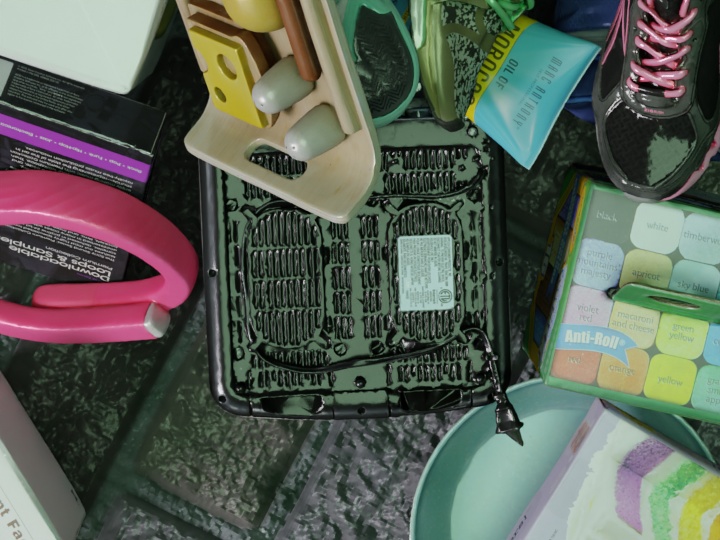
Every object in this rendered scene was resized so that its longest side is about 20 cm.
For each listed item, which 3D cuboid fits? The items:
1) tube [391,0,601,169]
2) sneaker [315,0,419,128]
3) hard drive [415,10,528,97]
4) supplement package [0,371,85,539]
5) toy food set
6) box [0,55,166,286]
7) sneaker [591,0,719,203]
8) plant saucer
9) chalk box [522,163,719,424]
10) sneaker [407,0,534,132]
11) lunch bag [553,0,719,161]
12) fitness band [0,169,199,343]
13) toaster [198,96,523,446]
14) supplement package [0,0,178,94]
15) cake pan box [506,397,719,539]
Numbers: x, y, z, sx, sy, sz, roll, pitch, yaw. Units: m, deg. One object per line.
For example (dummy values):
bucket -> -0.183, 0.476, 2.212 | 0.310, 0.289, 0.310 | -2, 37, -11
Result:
tube -> 0.054, -0.132, 1.577 | 0.050, 0.200, 0.078 | 18, 104, -47
sneaker -> -0.043, -0.167, 1.522 | 0.078, 0.140, 0.200 | -23, 95, -12
hard drive -> 0.017, -0.079, 1.689 | 0.139, 0.033, 0.201 | 10, 97, -2
supplement package -> -0.283, 0.162, 1.674 | 0.200, 0.117, 0.117 | -31, 96, 3
toy food set -> -0.074, -0.126, 1.437 | 0.060, 0.143, 0.200 | -37, 129, -25
box -> -0.195, -0.057, 1.617 | 0.143, 0.200, 0.036 | 19, 62, -3
sneaker -> 0.163, -0.135, 1.459 | 0.079, 0.095, 0.201 | 13, 93, 16
plant saucer -> 0.130, 0.161, 1.717 | 0.199, 0.036, 0.201 | 0, 97, -1
chalk box -> 0.174, 0.016, 1.616 | 0.124, 0.200, 0.124 | 13, 97, -1
sneaker -> 0.084, -0.171, 1.511 | 0.088, 0.077, 0.201 | 11, 82, 20
lunch bag -> 0.188, -0.133, 1.604 | 0.136, 0.200, 0.133 | 3, 86, 18
fitness band -> -0.191, -0.007, 1.631 | 0.200, 0.144, 0.038 | -4, 57, 34
toaster -> 0.000, 0.000, 1.622 | 0.180, 0.119, 0.201 | -3, 96, 1
supplement package -> -0.164, -0.217, 1.588 | 0.147, 0.200, 0.192 | 19, 97, -3
cake pan box -> 0.172, 0.206, 1.681 | 0.184, 0.052, 0.200 | 32, 96, -2
